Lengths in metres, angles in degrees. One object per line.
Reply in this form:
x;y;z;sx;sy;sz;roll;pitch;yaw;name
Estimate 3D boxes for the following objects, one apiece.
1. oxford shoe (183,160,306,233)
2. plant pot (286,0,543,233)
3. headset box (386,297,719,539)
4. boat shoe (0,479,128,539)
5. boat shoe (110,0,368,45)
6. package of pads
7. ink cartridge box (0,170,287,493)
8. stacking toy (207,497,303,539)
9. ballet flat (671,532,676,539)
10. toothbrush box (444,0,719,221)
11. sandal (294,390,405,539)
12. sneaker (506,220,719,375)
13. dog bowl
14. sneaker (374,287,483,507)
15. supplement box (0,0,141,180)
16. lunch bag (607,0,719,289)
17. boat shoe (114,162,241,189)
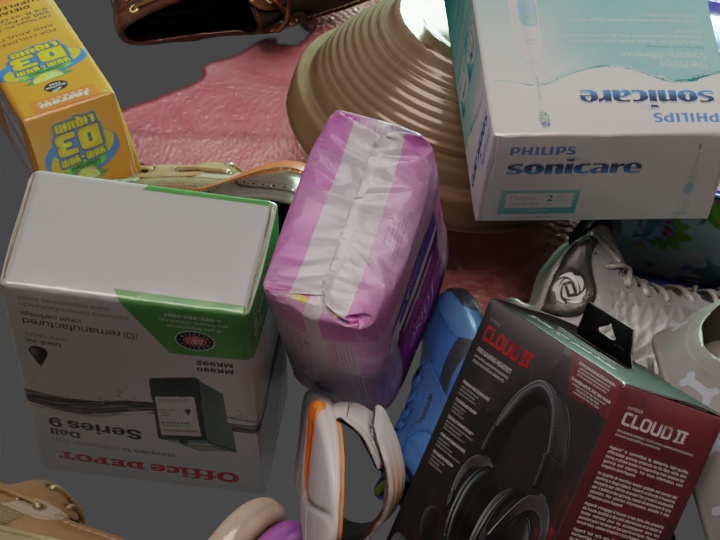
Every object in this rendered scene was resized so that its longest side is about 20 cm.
-0.115;-0.014;1.570;0.199;0.071;0.073;-23;8;13;oxford shoe
0.059;-0.122;1.665;0.200;0.093;0.201;12;36;-9;plant pot
0.101;0.118;1.402;0.077;0.201;0.149;18;9;-30;headset box
-0.192;0.151;1.510;0.199;0.071;0.065;14;54;13;boat shoe
-0.072;-0.189;1.775;0.199;0.071;0.071;-9;45;5;boat shoe
0.000;0.000;1.502;0.075;0.200;0.121;20;75;10;package of pads
-0.121;0.041;1.515;0.145;0.200;0.084;7;55;6;ink cartridge box
-0.001;0.214;1.457;0.200;0.086;0.085;33;59;19;stacking toy
0.146;0.135;1.509;0.072;0.072;0.201;-20;81;-14;ballet flat
0.133;-0.132;1.557;0.146;0.085;0.201;-2;53;-8;toothbrush box
-0.004;0.108;1.482;0.059;0.080;0.207;5;9;-4;sandal
0.182;0.012;1.582;0.199;0.075;0.116;-18;88;-12;sneaker
0.215;0.113;1.461;0.058;0.200;0.201;-16;52;6;dog bowl
0.045;0.093;1.554;0.078;0.066;0.201;-3;53;-3;sneaker
-0.205;-0.118;1.680;0.066;0.069;0.200;-20;34;-12;supplement box
0.249;-0.075;1.651;0.199;0.128;0.171;13;54;-2;lunch bag
-0.092;-0.041;1.651;0.199;0.072;0.065;3;45;2;boat shoe
